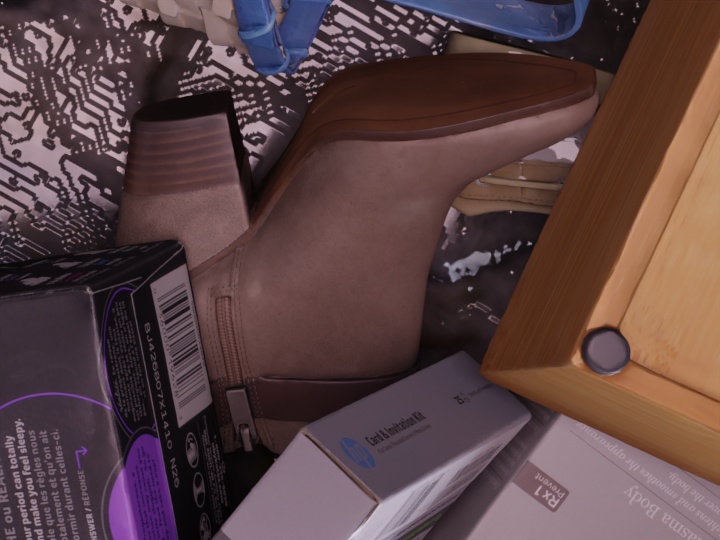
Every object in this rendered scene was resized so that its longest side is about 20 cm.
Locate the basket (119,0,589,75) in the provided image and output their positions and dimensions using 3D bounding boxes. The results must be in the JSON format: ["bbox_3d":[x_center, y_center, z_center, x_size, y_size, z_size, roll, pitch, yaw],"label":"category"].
[{"bbox_3d":[-0.014,-0.155,0.975,0.200,0.176,0.139,18,62,12],"label":"basket"}]

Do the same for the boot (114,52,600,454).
[{"bbox_3d":[0.000,0.000,1.044,0.200,0.070,0.146,-4,113,15],"label":"boot"}]

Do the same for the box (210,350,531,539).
[{"bbox_3d":[-0.035,0.124,1.000,0.041,0.156,0.200,42,112,12],"label":"box"}]

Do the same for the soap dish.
[{"bbox_3d":[0.156,-0.019,0.985,0.157,0.081,0.200,25,91,-9],"label":"soap dish"}]

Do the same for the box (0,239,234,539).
[{"bbox_3d":[-0.161,0.066,1.007,0.200,0.106,0.122,-7,98,16],"label":"box"}]

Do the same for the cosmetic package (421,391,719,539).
[{"bbox_3d":[0.069,0.130,1.073,0.107,0.090,0.200,35,90,-11],"label":"cosmetic package"}]

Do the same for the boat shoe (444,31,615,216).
[{"bbox_3d":[0.122,-0.034,1.068,0.200,0.075,0.068,16,96,4],"label":"boat shoe"}]
